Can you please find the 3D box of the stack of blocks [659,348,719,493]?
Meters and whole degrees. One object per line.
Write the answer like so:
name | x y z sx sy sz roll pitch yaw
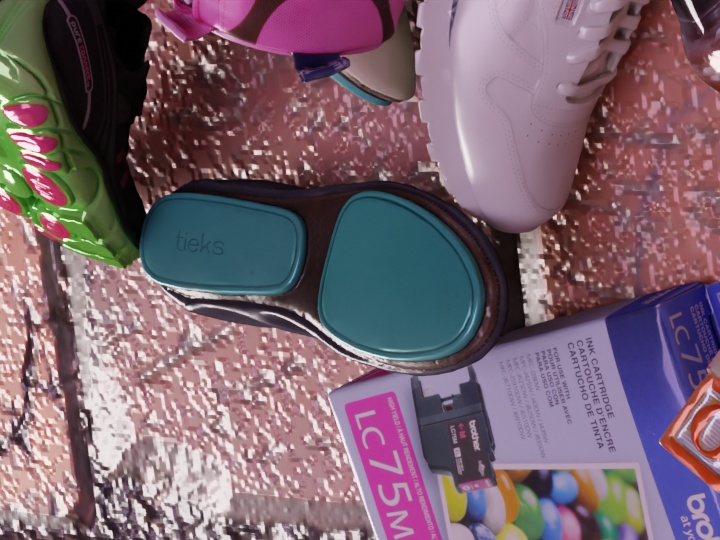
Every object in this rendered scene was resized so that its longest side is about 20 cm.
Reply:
stack of blocks | 0.208 0.071 0.946 0.200 0.059 0.115 40 103 27

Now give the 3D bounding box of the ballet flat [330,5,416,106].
ballet flat | -0.037 -0.148 1.139 0.200 0.069 0.070 45 126 18

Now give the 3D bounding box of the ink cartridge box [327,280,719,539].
ink cartridge box | 0.086 0.077 1.124 0.200 0.042 0.120 -17 93 38

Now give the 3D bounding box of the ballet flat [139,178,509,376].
ballet flat | 0.000 0.000 1.143 0.200 0.073 0.073 12 111 46

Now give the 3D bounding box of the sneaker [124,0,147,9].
sneaker | -0.154 -0.171 1.231 0.200 0.074 0.087 45 154 12

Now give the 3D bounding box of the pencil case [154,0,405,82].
pencil case | -0.014 -0.172 1.021 0.091 0.093 0.201 37 124 51

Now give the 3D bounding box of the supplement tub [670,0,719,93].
supplement tub | 0.172 -0.078 0.911 0.200 0.107 0.107 29 126 -12

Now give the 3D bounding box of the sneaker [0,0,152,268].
sneaker | -0.107 -0.061 1.173 0.077 0.084 0.200 30 164 10

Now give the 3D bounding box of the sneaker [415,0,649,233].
sneaker | 0.072 -0.106 1.062 0.080 0.076 0.201 11 111 25
